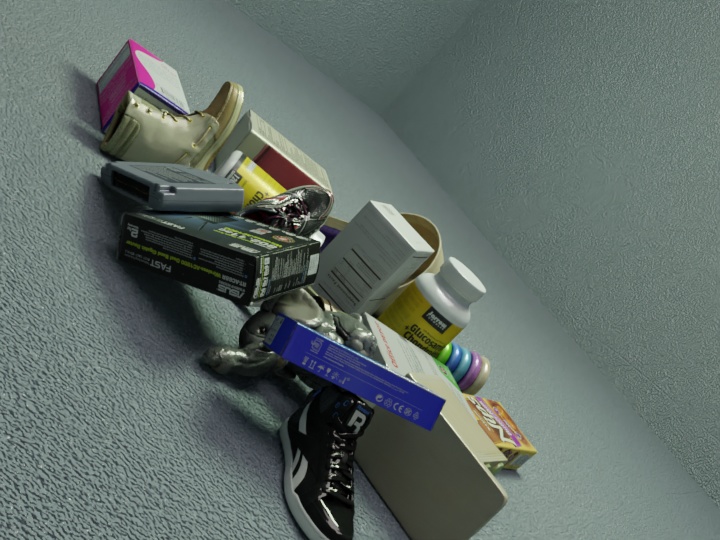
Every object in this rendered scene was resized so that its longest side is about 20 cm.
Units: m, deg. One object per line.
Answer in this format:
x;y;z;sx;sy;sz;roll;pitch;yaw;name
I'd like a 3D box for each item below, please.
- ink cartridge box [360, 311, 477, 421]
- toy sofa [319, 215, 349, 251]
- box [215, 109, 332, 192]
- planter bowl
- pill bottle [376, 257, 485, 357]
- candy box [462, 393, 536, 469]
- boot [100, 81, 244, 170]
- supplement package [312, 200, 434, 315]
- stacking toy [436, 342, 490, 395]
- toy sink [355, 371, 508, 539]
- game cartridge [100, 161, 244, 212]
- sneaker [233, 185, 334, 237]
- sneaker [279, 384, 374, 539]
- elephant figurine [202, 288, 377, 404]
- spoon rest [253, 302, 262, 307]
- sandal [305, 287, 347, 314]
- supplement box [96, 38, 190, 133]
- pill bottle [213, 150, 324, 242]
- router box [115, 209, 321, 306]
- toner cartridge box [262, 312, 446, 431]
0.063;0.171;1.320;0.200;0.084;0.146;35;17;-31;ink cartridge box
-0.035;-0.055;1.531;0.199;0.098;0.083;20;3;28;toy sofa
-0.166;-0.187;1.661;0.200;0.109;0.128;37;16;-24;box
0.067;0.010;1.626;0.200;0.200;0.135;59;-5;47;planter bowl
0.107;0.077;1.440;0.112;0.200;0.112;40;15;-13;pill bottle
0.213;0.275;1.496;0.200;0.056;0.117;20;28;-54;candy box
-0.278;-0.227;1.310;0.154;0.201;0.072;33;-5;-28;boot
0.000;0.000;1.398;0.110;0.200;0.114;48;14;14;supplement package
0.140;0.150;1.615;0.200;0.085;0.085;35;16;-16;stacking toy
0.098;0.248;1.112;0.200;0.130;0.112;50;15;27;toy sink
-0.243;-0.111;1.157;0.133;0.042;0.200;3;13;-38;game cartridge
-0.120;-0.074;1.308;0.081;0.199;0.075;63;-30;0;sneaker
-0.027;0.197;0.949;0.073;0.112;0.200;33;18;-32;sneaker
-0.089;0.085;1.097;0.199;0.142;0.155;23;-10;-14;elephant figurine
-0.194;-0.009;1.219;0.199;0.061;0.099;32;12;7;spoon rest
-0.070;0.067;1.258;0.201;0.080;0.057;38;-10;14;sandal
-0.353;-0.277;1.422;0.101;0.103;0.200;33;19;-34;supplement box
-0.157;-0.088;1.399;0.200;0.112;0.112;40;15;-13;pill bottle
-0.170;-0.025;1.067;0.199;0.062;0.150;17;16;23;router box
-0.008;0.114;1.002;0.199;0.043;0.095;29;-3;-18;toner cartridge box
